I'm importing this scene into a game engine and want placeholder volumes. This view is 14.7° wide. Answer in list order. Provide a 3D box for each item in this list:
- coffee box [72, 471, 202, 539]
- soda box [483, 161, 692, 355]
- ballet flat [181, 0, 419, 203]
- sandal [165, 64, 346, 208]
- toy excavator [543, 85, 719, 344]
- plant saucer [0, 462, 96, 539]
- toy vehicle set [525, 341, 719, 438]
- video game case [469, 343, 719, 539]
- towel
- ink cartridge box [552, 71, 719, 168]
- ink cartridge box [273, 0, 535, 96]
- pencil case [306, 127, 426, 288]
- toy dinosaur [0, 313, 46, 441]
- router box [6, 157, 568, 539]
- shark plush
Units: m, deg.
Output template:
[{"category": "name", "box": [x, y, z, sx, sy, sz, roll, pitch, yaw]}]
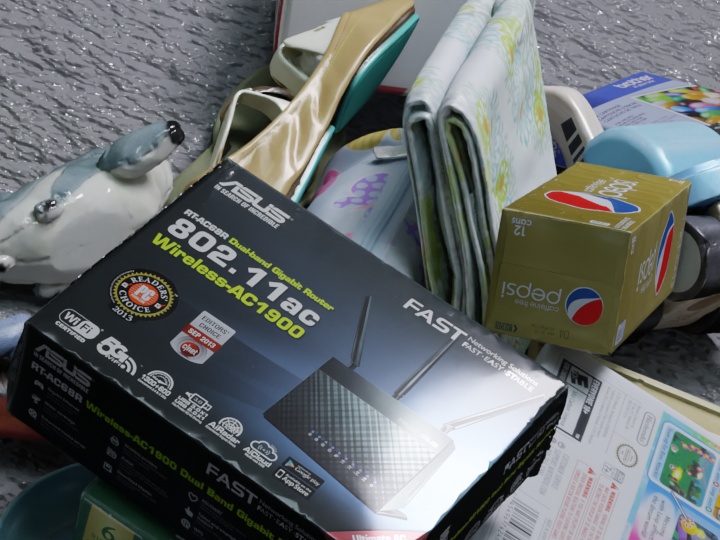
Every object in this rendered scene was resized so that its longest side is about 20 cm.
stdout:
[{"category": "coffee box", "box": [-0.027, 0.089, 1.261, 0.123, 0.044, 0.200, 32, 46, 12]}, {"category": "soda box", "box": [0.120, -0.010, 1.437, 0.067, 0.064, 0.200, 11, 11, 13]}, {"category": "ballet flat", "box": [-0.032, -0.092, 1.507, 0.063, 0.069, 0.200, 31, 52, 1]}, {"category": "sandal", "box": [-0.052, -0.067, 1.560, 0.079, 0.058, 0.201, 25, 31, 2]}, {"category": "toy excavator", "box": [0.150, -0.053, 1.629, 0.099, 0.194, 0.201, -5, 70, -40]}, {"category": "plant saucer", "box": [-0.072, 0.159, 1.233, 0.199, 0.028, 0.201, 19, 32, -12]}, {"category": "toy vehicle set", "box": [0.172, 0.110, 1.483, 0.199, 0.027, 0.124, 23, 31, -5]}, {"category": "video game case", "box": [0.139, 0.139, 1.311, 0.181, 0.024, 0.200, 33, 38, -4]}, {"category": "towel", "box": [0.071, -0.046, 1.489, 0.048, 0.172, 0.200, -1, 24, 15]}, {"category": "ink cartridge box", "box": [0.198, -0.081, 1.716, 0.199, 0.042, 0.119, 15, 24, 35]}, {"category": "ink cartridge box", "box": [0.024, -0.168, 1.674, 0.146, 0.083, 0.200, 7, 17, -4]}, {"category": "pencil case", "box": [0.000, 0.000, 1.465, 0.083, 0.091, 0.200, 41, 31, -9]}, {"category": "toy dinosaur", "box": [-0.134, 0.062, 1.328, 0.181, 0.105, 0.201, 33, 67, -11]}, {"category": "router box", "box": [-0.031, 0.056, 1.214, 0.199, 0.062, 0.150, 34, 46, 15]}, {"category": "shark plush", "box": [-0.171, -0.016, 1.430, 0.199, 0.091, 0.083, -32, 39, -32]}]
